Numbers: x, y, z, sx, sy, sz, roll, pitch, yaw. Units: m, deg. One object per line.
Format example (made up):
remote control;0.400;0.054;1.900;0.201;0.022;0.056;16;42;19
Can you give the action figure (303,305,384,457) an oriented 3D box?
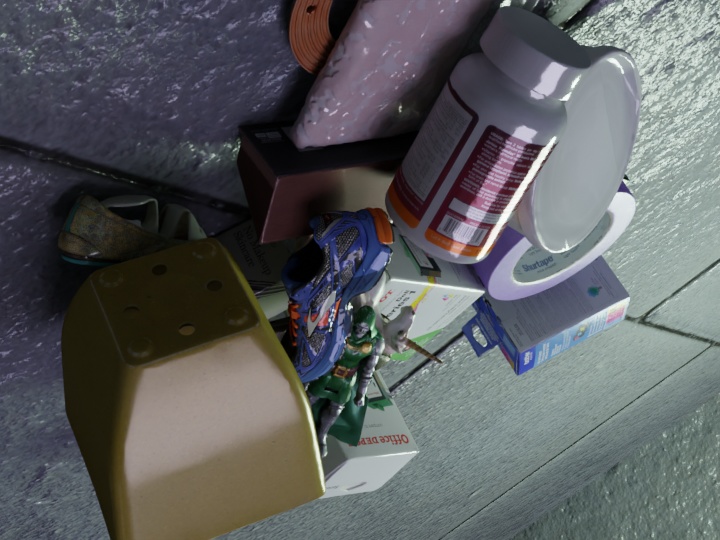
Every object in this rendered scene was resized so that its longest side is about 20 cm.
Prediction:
action figure;-0.027;0.107;1.210;0.116;0.055;0.201;15;130;-12

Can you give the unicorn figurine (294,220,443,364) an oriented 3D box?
unicorn figurine;0.000;0.000;1.209;0.198;0.140;0.073;23;161;-34

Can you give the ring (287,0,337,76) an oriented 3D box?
ring;0.028;-0.229;0.972;0.198;0.019;0.201;-25;155;-12

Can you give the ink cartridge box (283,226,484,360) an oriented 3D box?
ink cartridge box;0.026;0.028;1.381;0.145;0.085;0.199;-42;152;26

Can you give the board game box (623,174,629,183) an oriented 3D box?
board game box;0.229;-0.089;1.455;0.134;0.029;0.199;-42;154;25

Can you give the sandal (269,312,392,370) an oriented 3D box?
sandal;-0.053;0.071;1.261;0.197;0.055;0.083;-6;126;-22

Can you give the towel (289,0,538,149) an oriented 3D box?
towel;0.052;-0.183;1.026;0.189;0.032;0.201;-11;149;-36

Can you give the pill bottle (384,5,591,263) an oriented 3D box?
pill bottle;0.108;-0.114;1.032;0.109;0.110;0.201;-3;133;-45

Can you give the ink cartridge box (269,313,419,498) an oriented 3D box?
ink cartridge box;-0.037;0.153;1.408;0.084;0.202;0.145;-42;154;29

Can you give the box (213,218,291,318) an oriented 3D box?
box;-0.157;0.029;1.185;0.198;0.083;0.069;-29;154;-6

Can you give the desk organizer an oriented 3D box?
desk organizer;-0.018;-0.089;1.104;0.198;0.072;0.078;-12;138;-35

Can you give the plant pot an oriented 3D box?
plant pot;-0.152;0.091;1.034;0.191;0.196;0.202;-17;136;-18

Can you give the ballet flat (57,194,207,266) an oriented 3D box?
ballet flat;-0.182;-0.031;1.069;0.071;0.071;0.199;-41;155;23

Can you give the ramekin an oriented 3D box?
ramekin;0.184;-0.127;1.169;0.201;0.093;0.205;-33;136;-39

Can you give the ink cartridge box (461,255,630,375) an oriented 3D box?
ink cartridge box;0.228;0.040;1.570;0.198;0.137;0.077;-25;151;-10

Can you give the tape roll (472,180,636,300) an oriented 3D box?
tape roll;0.219;-0.051;1.404;0.198;0.066;0.201;-25;156;-12

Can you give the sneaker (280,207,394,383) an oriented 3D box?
sneaker;-0.043;0.020;1.103;0.077;0.076;0.202;10;123;-25
